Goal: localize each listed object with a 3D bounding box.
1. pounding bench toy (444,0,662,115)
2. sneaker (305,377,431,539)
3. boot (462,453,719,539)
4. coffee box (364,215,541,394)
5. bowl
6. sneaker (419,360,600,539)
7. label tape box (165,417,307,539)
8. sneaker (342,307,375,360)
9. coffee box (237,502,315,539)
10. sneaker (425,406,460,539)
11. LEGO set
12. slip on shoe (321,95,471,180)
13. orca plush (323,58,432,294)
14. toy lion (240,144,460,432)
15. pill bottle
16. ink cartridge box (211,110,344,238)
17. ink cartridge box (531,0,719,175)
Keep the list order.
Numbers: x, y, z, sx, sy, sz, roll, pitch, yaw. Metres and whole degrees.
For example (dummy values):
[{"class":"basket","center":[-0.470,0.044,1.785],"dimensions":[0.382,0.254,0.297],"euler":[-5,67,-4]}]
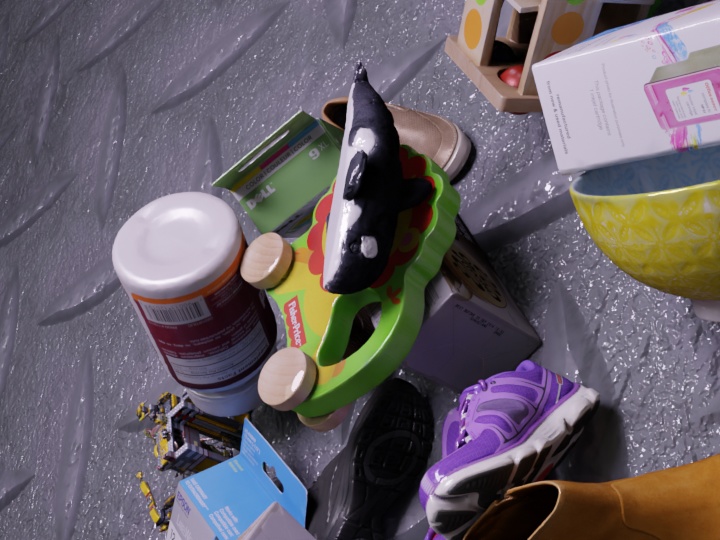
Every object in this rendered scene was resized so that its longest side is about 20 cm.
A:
[{"class":"pounding bench toy","center":[0.192,-0.213,0.924],"dimensions":[0.124,0.199,0.157],"euler":[-119,32,-51]},{"class":"sneaker","center":[-0.008,0.184,0.949],"dimensions":[0.091,0.076,0.201],"euler":[8,72,58]},{"class":"boot","center":[0.171,0.153,0.692],"dimensions":[0.201,0.144,0.071],"euler":[-39,43,27]},{"class":"coffee box","center":[0.055,0.004,0.950],"dimensions":[0.080,0.113,0.200],"euler":[-47,38,18]},{"class":"bowl","center":[0.246,-0.030,0.728],"dimensions":[0.200,0.200,0.108],"euler":[-4,107,49]},{"class":"sneaker","center":[0.091,0.120,0.775],"dimensions":[0.083,0.200,0.081],"euler":[34,120,21]},{"class":"label tape box","center":[-0.119,0.253,0.993],"dimensions":[0.143,0.066,0.201],"euler":[36,119,53]},{"class":"sneaker","center":[-0.028,0.042,1.066],"dimensions":[0.085,0.073,0.201],"euler":[-43,30,28]},{"class":"coffee box","center":[-0.117,0.289,0.857],"dimensions":[0.200,0.080,0.113],"euler":[-47,-2,19]},{"class":"sneaker","center":[0.084,0.185,0.814],"dimensions":[0.080,0.083,0.201],"euler":[-30,47,36]},{"class":"LEGO set","center":[-0.186,0.164,1.132],"dimensions":[0.153,0.116,0.201],"euler":[-34,45,32]},{"class":"slip on shoe","center":[0.030,-0.136,1.108],"dimensions":[0.076,0.060,0.200],"euler":[-59,37,4]},{"class":"orca plush","center":[0.017,-0.066,0.854],"dimensions":[0.201,0.071,0.106],"euler":[-87,13,-46]},{"class":"toy lion","center":[0.000,0.000,0.881],"dimensions":[0.191,0.069,0.201],"euler":[-34,45,22]},{"class":"pill bottle","center":[-0.139,0.037,1.006],"dimensions":[0.113,0.201,0.115],"euler":[-7,48,7]},{"class":"ink cartridge box","center":[-0.052,-0.082,1.021],"dimensions":[0.104,0.200,0.059],"euler":[-37,84,9]},{"class":"ink cartridge box","center":[0.242,-0.138,0.758],"dimensions":[0.199,0.144,0.085],"euler":[-7,106,37]}]
